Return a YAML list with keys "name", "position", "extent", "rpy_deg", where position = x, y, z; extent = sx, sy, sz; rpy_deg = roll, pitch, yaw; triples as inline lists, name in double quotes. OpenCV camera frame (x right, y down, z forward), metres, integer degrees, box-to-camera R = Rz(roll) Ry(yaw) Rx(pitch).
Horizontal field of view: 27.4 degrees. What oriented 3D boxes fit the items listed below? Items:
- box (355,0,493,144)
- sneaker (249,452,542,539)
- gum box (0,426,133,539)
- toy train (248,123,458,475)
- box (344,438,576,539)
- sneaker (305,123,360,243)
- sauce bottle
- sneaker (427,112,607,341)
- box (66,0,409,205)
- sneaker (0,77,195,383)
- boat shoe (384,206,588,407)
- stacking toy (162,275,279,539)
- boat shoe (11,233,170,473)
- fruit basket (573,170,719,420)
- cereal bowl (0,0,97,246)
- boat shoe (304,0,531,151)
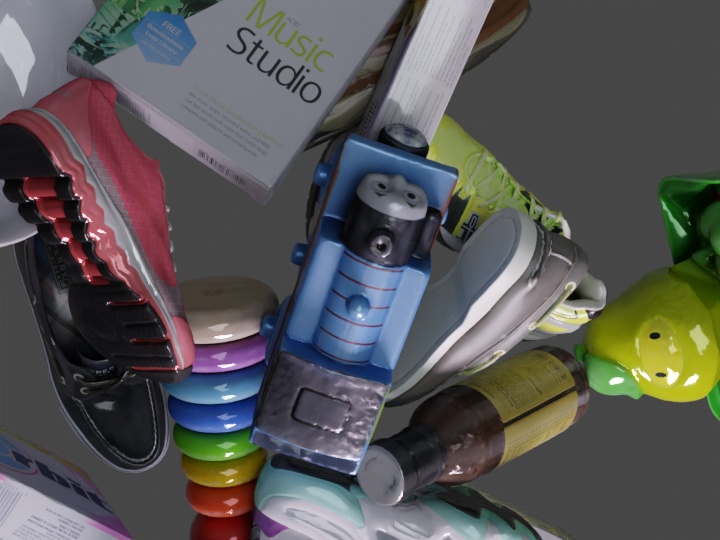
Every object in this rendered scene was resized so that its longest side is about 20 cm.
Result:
- name: "box"
  position: [0.039, -0.126, 0.902]
  extent: [0.041, 0.039, 0.201]
  rpy_deg: [19, 104, -14]
- name: "sneaker"
  position: [0.014, 0.207, 0.978]
  extent: [0.199, 0.078, 0.141]
  rpy_deg: [15, 98, -9]
- name: "gum box"
  position: [-0.239, 0.132, 0.896]
  extent: [0.200, 0.113, 0.066]
  rpy_deg: [34, 89, -28]
- name: "toy train"
  position: [-0.004, 0.015, 0.863]
  extent: [0.086, 0.114, 0.201]
  rpy_deg: [18, 113, -7]
- name: "box"
  position: [0.042, 0.225, 1.050]
  extent: [0.199, 0.048, 0.159]
  rpy_deg: [28, 92, -21]
- name: "sneaker"
  position: [0.000, 0.000, 0.976]
  extent: [0.075, 0.077, 0.201]
  rpy_deg: [6, 98, -17]
- name: "sauce bottle"
  position: [0.075, 0.103, 0.980]
  extent: [0.200, 0.064, 0.065]
  rpy_deg: [-17, 109, -47]
- name: "sneaker"
  position: [0.096, -0.038, 0.986]
  extent: [0.200, 0.076, 0.076]
  rpy_deg: [48, 52, -26]
- name: "box"
  position: [-0.061, -0.159, 0.891]
  extent: [0.144, 0.036, 0.200]
  rpy_deg: [34, 69, -1]
- name: "sneaker"
  position: [-0.134, -0.023, 0.865]
  extent: [0.087, 0.073, 0.201]
  rpy_deg: [-50, 131, -38]
- name: "boat shoe"
  position: [0.068, 0.036, 0.963]
  extent: [0.060, 0.072, 0.202]
  rpy_deg: [20, 137, -23]
- name: "stacking toy"
  position: [-0.088, 0.109, 0.974]
  extent: [0.085, 0.085, 0.201]
  rpy_deg: [-9, 109, -15]
- name: "boat shoe"
  position: [-0.168, 0.044, 0.937]
  extent: [0.070, 0.066, 0.201]
  rpy_deg: [-18, 106, -13]
- name: "fruit basket"
  position: [0.261, 0.033, 1.037]
  extent: [0.215, 0.155, 0.217]
  rpy_deg: [-4, 97, -34]
- name: "cereal bowl"
  position: [-0.245, -0.111, 0.852]
  extent: [0.200, 0.083, 0.201]
  rpy_deg: [3, 86, -49]
- name: "boat shoe"
  position: [0.015, -0.147, 0.952]
  extent: [0.199, 0.076, 0.074]
  rpy_deg: [-28, 105, -11]
